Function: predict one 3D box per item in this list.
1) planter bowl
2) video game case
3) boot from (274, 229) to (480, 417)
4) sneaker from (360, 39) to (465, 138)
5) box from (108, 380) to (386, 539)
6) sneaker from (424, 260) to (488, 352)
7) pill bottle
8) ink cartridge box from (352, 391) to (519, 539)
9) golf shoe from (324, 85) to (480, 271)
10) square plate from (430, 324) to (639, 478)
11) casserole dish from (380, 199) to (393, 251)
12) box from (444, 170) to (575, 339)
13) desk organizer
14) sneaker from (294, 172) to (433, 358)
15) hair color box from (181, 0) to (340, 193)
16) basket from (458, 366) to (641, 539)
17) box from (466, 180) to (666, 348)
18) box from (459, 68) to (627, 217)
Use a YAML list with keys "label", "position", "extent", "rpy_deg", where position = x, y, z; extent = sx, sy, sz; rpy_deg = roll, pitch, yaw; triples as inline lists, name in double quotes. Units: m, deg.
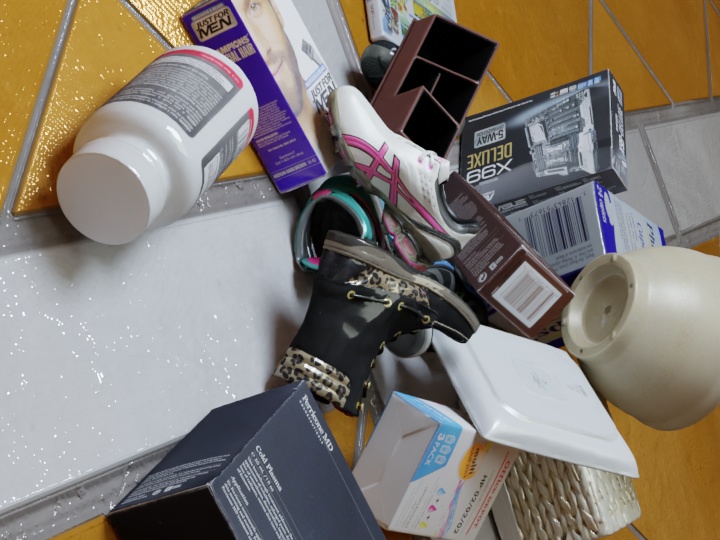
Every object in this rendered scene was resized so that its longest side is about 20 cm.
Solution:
- label: "planter bowl"
  position: [0.302, 0.058, 1.730]
  extent: [0.135, 0.200, 0.200]
  rpy_deg: [22, 51, -29]
- label: "video game case"
  position: [0.062, -0.324, 1.962]
  extent: [0.200, 0.022, 0.182]
  rpy_deg: [26, 51, -53]
- label: "boot"
  position: [0.015, 0.066, 1.514]
  extent: [0.200, 0.073, 0.151]
  rpy_deg: [33, 79, -42]
- label: "sneaker"
  position: [0.074, -0.236, 1.829]
  extent: [0.199, 0.076, 0.114]
  rpy_deg: [30, 82, -52]
- label: "box"
  position: [-0.077, 0.223, 1.296]
  extent: [0.200, 0.104, 0.182]
  rpy_deg: [64, 30, -11]
- label: "sneaker"
  position: [0.085, 0.044, 1.720]
  extent: [0.200, 0.071, 0.083]
  rpy_deg: [32, 40, -52]
- label: "pill bottle"
  position: [-0.169, -0.102, 1.334]
  extent: [0.111, 0.111, 0.200]
  rpy_deg: [60, 30, -17]
- label: "ink cartridge box"
  position: [0.082, 0.196, 1.567]
  extent: [0.200, 0.068, 0.115]
  rpy_deg: [21, 97, -54]
- label: "golf shoe"
  position: [0.040, -0.100, 1.574]
  extent: [0.200, 0.092, 0.073]
  rpy_deg: [58, 17, -10]
- label: "square plate"
  position: [0.173, 0.119, 1.626]
  extent: [0.198, 0.028, 0.200]
  rpy_deg: [16, 28, -29]
- label: "casserole dish"
  position: [0.034, -0.100, 1.756]
  extent: [0.121, 0.039, 0.200]
  rpy_deg: [51, 35, -32]
- label: "box"
  position: [0.144, -0.019, 1.757]
  extent: [0.100, 0.075, 0.200]
  rpy_deg: [40, 7, -33]
- label: "desk organizer"
  position: [0.069, -0.185, 1.702]
  extent: [0.072, 0.077, 0.200]
  rpy_deg: [44, 53, -27]
- label: "sneaker"
  position: [0.000, 0.000, 1.585]
  extent: [0.200, 0.084, 0.121]
  rpy_deg: [64, 24, 4]
- label: "hair color box"
  position: [-0.084, -0.191, 1.586]
  extent: [0.200, 0.065, 0.109]
  rpy_deg: [59, 31, -16]
- label: "basket"
  position: [0.212, 0.208, 1.781]
  extent: [0.136, 0.123, 0.200]
  rpy_deg: [-8, 79, -62]
- label: "box"
  position: [0.247, 0.000, 1.908]
  extent: [0.200, 0.184, 0.105]
  rpy_deg: [25, 50, -52]
- label: "box"
  position: [0.216, -0.139, 1.927]
  extent: [0.050, 0.200, 0.158]
  rpy_deg: [48, 36, -42]
